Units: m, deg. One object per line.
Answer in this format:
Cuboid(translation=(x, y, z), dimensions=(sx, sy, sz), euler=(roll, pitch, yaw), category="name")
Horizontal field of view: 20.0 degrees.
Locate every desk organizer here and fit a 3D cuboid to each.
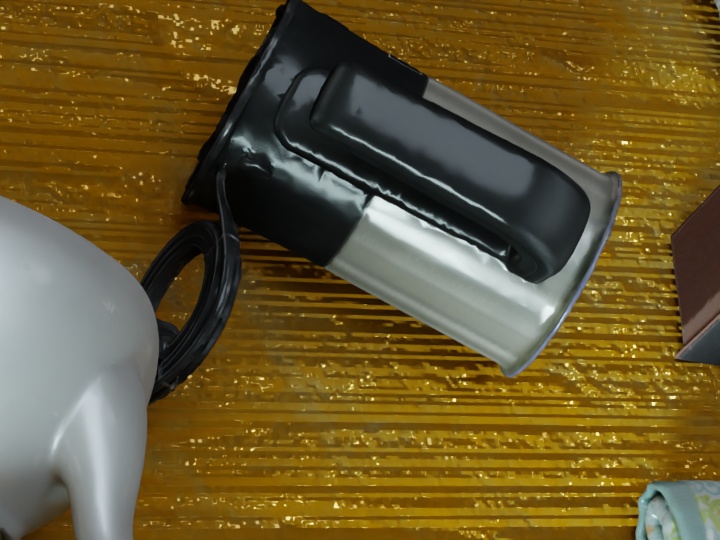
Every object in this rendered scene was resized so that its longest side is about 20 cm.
Cuboid(translation=(0.273, 0.014, 1.107), dimensions=(0.200, 0.072, 0.077), euler=(10, 57, -18), category="desk organizer")

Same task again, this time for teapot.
Cuboid(translation=(-0.188, 0.055, 0.826), dimensions=(0.197, 0.200, 0.146), euler=(27, 67, -22), category="teapot")

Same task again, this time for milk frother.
Cuboid(translation=(0.000, 0.000, 0.976), dimensions=(0.188, 0.181, 0.200), euler=(28, 98, -6), category="milk frother")

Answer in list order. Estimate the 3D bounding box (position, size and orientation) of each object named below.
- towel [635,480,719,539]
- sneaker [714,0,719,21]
Cuboid(translation=(0.227, 0.201, 1.000), dimensions=(0.171, 0.048, 0.200), euler=(7, 60, -23), category="towel")
Cuboid(translation=(0.255, -0.158, 1.196), dimensions=(0.091, 0.078, 0.200), euler=(-5, 66, -30), category="sneaker")
